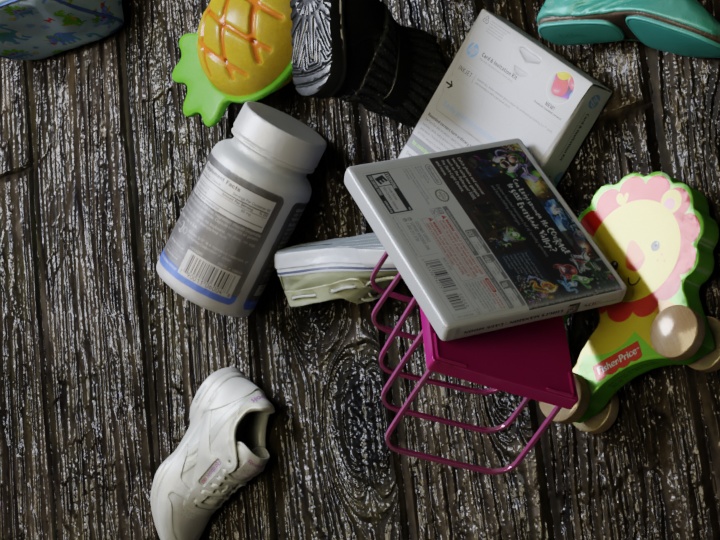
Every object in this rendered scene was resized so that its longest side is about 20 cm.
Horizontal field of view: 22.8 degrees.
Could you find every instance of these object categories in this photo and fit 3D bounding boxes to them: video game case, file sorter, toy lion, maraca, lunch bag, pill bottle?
[{"bbox_3d":[0.106,-0.031,1.549,0.200,0.181,0.023,59,148,36],"label":"video game case"},{"bbox_3d":[0.089,0.060,1.578,0.201,0.138,0.126,-95,28,-45],"label":"file sorter"},{"bbox_3d":[0.231,0.018,1.571,0.200,0.068,0.193,-34,55,31],"label":"toy lion"},{"bbox_3d":[-0.124,-0.236,1.876,0.200,0.107,0.138,-34,60,31],"label":"maraca"},{"bbox_3d":[-0.384,-0.311,2.071,0.199,0.160,0.083,-12,75,39],"label":"lunch bag"},{"bbox_3d":[-0.120,-0.064,1.838,0.114,0.113,0.201,38,106,37],"label":"pill bottle"}]

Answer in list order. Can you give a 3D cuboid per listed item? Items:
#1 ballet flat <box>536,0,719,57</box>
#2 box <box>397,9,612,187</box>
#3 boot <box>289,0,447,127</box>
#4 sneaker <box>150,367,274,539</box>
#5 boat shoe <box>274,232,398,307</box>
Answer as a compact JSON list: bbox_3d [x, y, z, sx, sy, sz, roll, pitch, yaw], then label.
[{"bbox_3d":[0.248,-0.235,1.597,0.199,0.067,0.071,11,75,38],"label":"ballet flat"},{"bbox_3d":[0.125,-0.123,1.692,0.156,0.041,0.201,40,109,36],"label":"box"},{"bbox_3d":[0.011,-0.251,1.734,0.079,0.157,0.213,-1,84,51],"label":"boot"},{"bbox_3d":[-0.151,0.204,1.840,0.099,0.075,0.201,28,101,40],"label":"sneaker"},{"bbox_3d":[0.000,0.000,1.768,0.199,0.072,0.062,-4,104,43],"label":"boat shoe"}]
